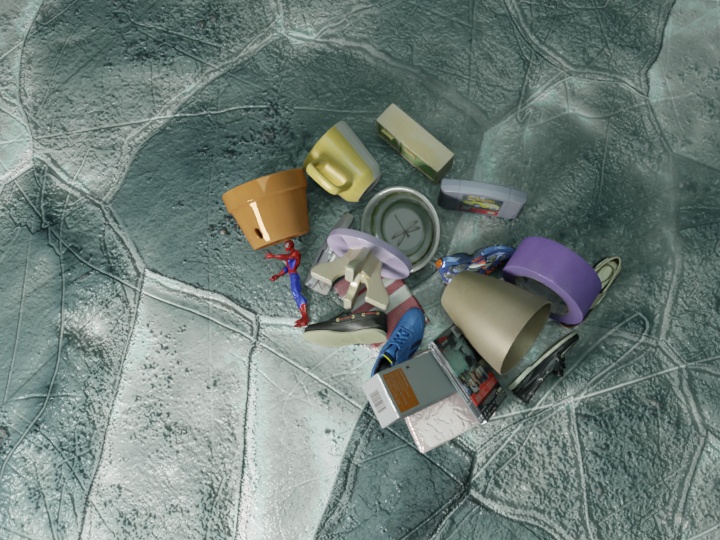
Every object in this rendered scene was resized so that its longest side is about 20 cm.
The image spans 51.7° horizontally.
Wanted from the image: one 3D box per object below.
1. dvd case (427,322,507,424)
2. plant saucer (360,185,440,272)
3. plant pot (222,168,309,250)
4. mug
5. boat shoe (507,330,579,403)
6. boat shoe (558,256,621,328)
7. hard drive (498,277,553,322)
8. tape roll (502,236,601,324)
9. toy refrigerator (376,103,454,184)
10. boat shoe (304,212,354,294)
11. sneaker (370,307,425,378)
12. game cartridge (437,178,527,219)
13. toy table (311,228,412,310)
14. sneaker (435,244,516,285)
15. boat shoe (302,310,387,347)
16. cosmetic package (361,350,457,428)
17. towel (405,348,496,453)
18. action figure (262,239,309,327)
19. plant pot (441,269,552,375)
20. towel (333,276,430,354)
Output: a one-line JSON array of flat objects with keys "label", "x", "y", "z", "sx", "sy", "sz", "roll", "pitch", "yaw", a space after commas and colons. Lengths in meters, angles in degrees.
[{"label": "dvd case", "x": 0.233, "y": 0.217, "z": 1.606, "sx": 0.022, "sy": 0.146, "sz": 0.201, "roll": -36, "pitch": 86, "yaw": 31}, {"label": "plant saucer", "x": 0.098, "y": -0.095, "z": 1.725, "sx": 0.198, "sy": 0.050, "sz": 0.203, "roll": 4, "pitch": 100, "yaw": 23}, {"label": "plant pot", "x": -0.201, "y": -0.135, "z": 1.704, "sx": 0.198, "sy": 0.200, "sz": 0.142, "roll": -19, "pitch": 90, "yaw": -5}, {"label": "mug", "x": -0.045, "y": -0.232, "z": 1.747, "sx": 0.153, "sy": 0.150, "sz": 0.187, "roll": 43, "pitch": 66, "yaw": 3}, {"label": "boat shoe", "x": 0.418, "y": 0.216, "z": 1.643, "sx": 0.199, "sy": 0.075, "sz": 0.066, "roll": -39, "pitch": 79, "yaw": -9}, {"label": "boat shoe", "x": 0.523, "y": 0.047, "z": 1.695, "sx": 0.071, "sy": 0.063, "sz": 0.200, "roll": 43, "pitch": 80, "yaw": 10}, {"label": "hard drive", "x": 0.327, "y": 0.087, "z": 1.706, "sx": 0.198, "sy": 0.025, "sz": 0.133, "roll": -20, "pitch": 75, "yaw": -5}, {"label": "tape roll", "x": 0.411, "y": 0.022, "z": 1.607, "sx": 0.199, "sy": 0.200, "sz": 0.085, "roll": 36, "pitch": 77, "yaw": 11}, {"label": "toy refrigerator", "x": 0.128, "y": -0.304, "z": 1.797, "sx": 0.200, "sy": 0.076, "sz": 0.070, "roll": 43, "pitch": 79, "yaw": 11}, {"label": "boat shoe", "x": -0.055, "y": -0.036, "z": 1.735, "sx": 0.069, "sy": 0.071, "sz": 0.202, "roll": 33, "pitch": 71, "yaw": -18}, {"label": "sneaker", "x": 0.085, "y": 0.168, "z": 1.628, "sx": 0.065, "sy": 0.079, "sz": 0.202, "roll": 26, "pitch": 79, "yaw": 16}, {"label": "game cartridge", "x": 0.280, "y": -0.167, "z": 1.724, "sx": 0.197, "sy": 0.133, "sz": 0.041, "roll": 10, "pitch": 73, "yaw": 4}, {"label": "toy table", "x": 0.000, "y": 0.000, "z": 1.628, "sx": 0.198, "sy": 0.185, "sz": 0.118, "roll": 18, "pitch": 61, "yaw": 20}, {"label": "sneaker", "x": 0.276, "y": -0.008, "z": 1.718, "sx": 0.197, "sy": 0.075, "sz": 0.080, "roll": -13, "pitch": 83, "yaw": 6}, {"label": "boat shoe", "x": -0.034, "y": 0.129, "z": 1.669, "sx": 0.199, "sy": 0.074, "sz": 0.064, "roll": -7, "pitch": 58, "yaw": 18}, {"label": "cosmetic package", "x": 0.111, "y": 0.242, "z": 1.558, "sx": 0.198, "sy": 0.071, "sz": 0.102, "roll": -16, "pitch": 72, "yaw": -40}, {"label": "towel", "x": 0.174, "y": 0.273, "z": 1.651, "sx": 0.189, "sy": 0.032, "sz": 0.202, "roll": -24, "pitch": 73, "yaw": -6}, {"label": "action figure", "x": -0.175, "y": 0.027, "z": 1.709, "sx": 0.098, "sy": 0.065, "sz": 0.203, "roll": -3, "pitch": 74, "yaw": -13}, {"label": "plant pot", "x": 0.278, "y": 0.092, "z": 1.613, "sx": 0.199, "sy": 0.188, "sz": 0.188, "roll": 35, "pitch": 77, "yaw": 25}, {"label": "towel", "x": 0.048, "y": 0.074, "z": 1.703, "sx": 0.143, "sy": 0.023, "sz": 0.201, "roll": -35, "pitch": 77, "yaw": 4}]
